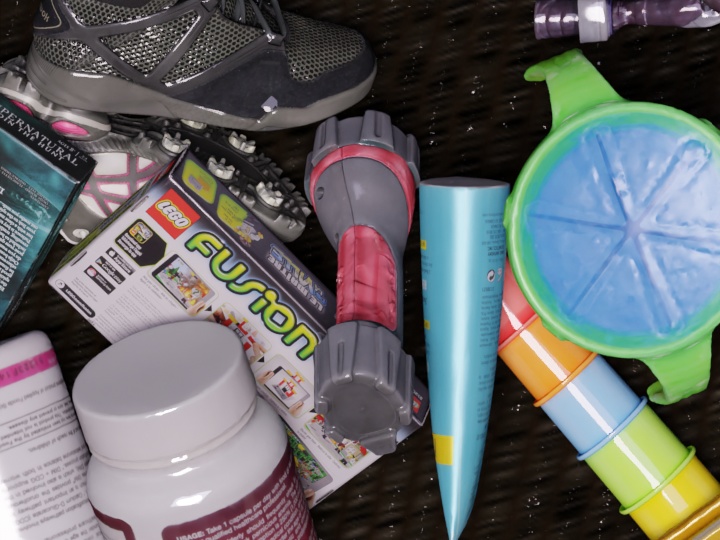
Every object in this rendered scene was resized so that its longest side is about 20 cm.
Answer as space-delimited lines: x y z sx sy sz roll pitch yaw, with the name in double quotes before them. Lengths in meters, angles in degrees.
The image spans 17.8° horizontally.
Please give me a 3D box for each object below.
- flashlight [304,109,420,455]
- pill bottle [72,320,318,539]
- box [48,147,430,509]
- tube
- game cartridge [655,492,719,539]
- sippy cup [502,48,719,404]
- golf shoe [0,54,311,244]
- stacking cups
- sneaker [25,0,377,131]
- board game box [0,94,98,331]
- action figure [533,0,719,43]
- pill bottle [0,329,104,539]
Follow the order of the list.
"flashlight" 0.000 0.000 1.248 0.067 0.201 0.068 16 131 -12
"pill bottle" -0.084 0.137 1.263 0.113 0.114 0.201 -14 117 2
"box" -0.066 0.039 1.290 0.110 0.035 0.200 -38 104 29
"tube" 0.057 0.051 1.277 0.050 0.077 0.202 2 97 15
"game cartridge" 0.209 0.235 1.306 0.176 0.032 0.200 -36 115 3
"sippy cup" 0.142 -0.024 1.272 0.138 0.130 0.179 13 92 -2
"golf shoe" -0.126 -0.051 1.317 0.199 0.077 0.089 24 111 4
"stacking cups" 0.135 0.073 1.319 0.060 0.061 0.200 -39 89 3
"sneaker" -0.078 -0.142 1.269 0.198 0.077 0.115 6 130 -15
"board game box" -0.259 -0.065 1.299 0.199 0.028 0.136 35 126 0
"action figure" 0.195 -0.159 1.265 0.199 0.069 0.131 10 110 25
"pill bottle" -0.197 0.145 1.299 0.113 0.113 0.201 -19 92 2
